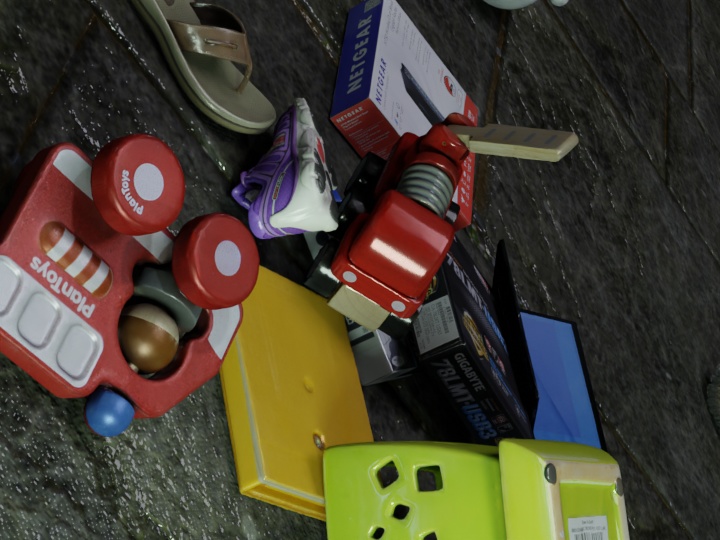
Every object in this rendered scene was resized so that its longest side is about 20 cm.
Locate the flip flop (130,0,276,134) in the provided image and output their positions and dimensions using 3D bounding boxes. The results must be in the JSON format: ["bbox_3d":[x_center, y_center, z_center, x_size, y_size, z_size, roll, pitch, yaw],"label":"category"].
[{"bbox_3d":[-0.130,-0.201,1.517,0.201,0.057,0.081,58,26,-13],"label":"flip flop"}]

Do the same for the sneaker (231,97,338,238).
[{"bbox_3d":[-0.067,-0.085,1.521,0.200,0.083,0.081,-92,164,-68],"label":"sneaker"}]

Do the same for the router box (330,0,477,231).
[{"bbox_3d":[0.048,-0.157,1.833,0.180,0.049,0.201,49,29,-30],"label":"router box"}]

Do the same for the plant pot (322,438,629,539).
[{"bbox_3d":[0.100,0.223,1.388,0.200,0.181,0.200,13,69,-57],"label":"plant pot"}]

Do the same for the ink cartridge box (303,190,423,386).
[{"bbox_3d":[0.000,0.000,1.609,0.099,0.039,0.201,-7,73,-63],"label":"ink cartridge box"}]

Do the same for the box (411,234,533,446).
[{"bbox_3d":[0.092,0.051,1.669,0.200,0.049,0.199,55,19,-46],"label":"box"}]

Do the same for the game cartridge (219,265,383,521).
[{"bbox_3d":[-0.053,0.096,1.432,0.176,0.032,0.201,29,40,-51],"label":"game cartridge"}]

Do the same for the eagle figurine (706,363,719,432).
[{"bbox_3d":[0.544,0.210,2.355,0.151,0.151,0.201,-151,-135,-70],"label":"eagle figurine"}]

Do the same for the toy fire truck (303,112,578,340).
[{"bbox_3d":[0.067,-0.056,1.490,0.128,0.200,0.177,31,46,-7],"label":"toy fire truck"}]

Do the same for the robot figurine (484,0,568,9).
[{"bbox_3d":[0.195,-0.391,2.256,0.169,0.113,0.200,35,27,2],"label":"robot figurine"}]

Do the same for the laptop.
[{"bbox_3d":[0.195,0.087,1.818,0.200,0.103,0.178,90,-9,-59],"label":"laptop"}]

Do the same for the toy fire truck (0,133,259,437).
[{"bbox_3d":[-0.169,0.016,1.213,0.200,0.112,0.169,46,54,-32],"label":"toy fire truck"}]
